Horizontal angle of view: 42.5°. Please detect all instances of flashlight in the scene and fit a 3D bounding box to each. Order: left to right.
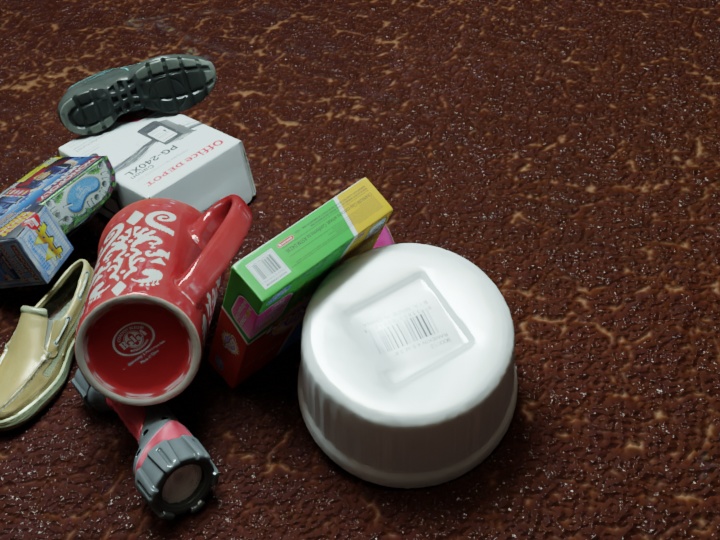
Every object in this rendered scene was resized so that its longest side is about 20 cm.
[{"bbox_3d":[-0.203,0.140,0.836,0.199,0.067,0.068,34,96,43],"label":"flashlight"}]

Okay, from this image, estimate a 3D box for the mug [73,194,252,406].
[{"bbox_3d":[-0.189,0.010,0.861,0.132,0.179,0.200,19,21,-13],"label":"mug"}]

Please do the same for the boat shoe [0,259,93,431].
[{"bbox_3d":[-0.325,0.067,0.933,0.071,0.077,0.201,4,42,16],"label":"boat shoe"}]

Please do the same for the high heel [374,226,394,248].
[{"bbox_3d":[0.000,0.000,0.956,0.095,0.068,0.200,-27,55,-36],"label":"high heel"}]

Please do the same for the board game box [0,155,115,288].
[{"bbox_3d":[-0.364,-0.049,1.032,0.199,0.062,0.200,8,44,48],"label":"board game box"}]

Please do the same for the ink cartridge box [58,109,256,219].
[{"bbox_3d":[-0.248,-0.121,1.132,0.199,0.084,0.145,26,51,37],"label":"ink cartridge box"}]

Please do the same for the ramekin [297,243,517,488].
[{"bbox_3d":[0.040,0.073,0.799,0.198,0.098,0.202,-1,54,1],"label":"ramekin"}]

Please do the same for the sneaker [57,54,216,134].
[{"bbox_3d":[-0.279,-0.233,1.151,0.198,0.076,0.080,-15,35,-7],"label":"sneaker"}]

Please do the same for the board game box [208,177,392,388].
[{"bbox_3d":[-0.060,0.017,0.850,0.153,0.200,0.040,-36,77,-28],"label":"board game box"}]
